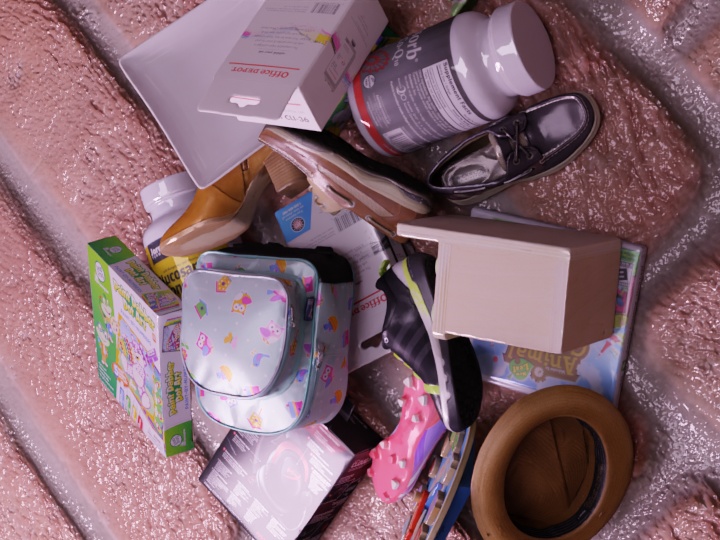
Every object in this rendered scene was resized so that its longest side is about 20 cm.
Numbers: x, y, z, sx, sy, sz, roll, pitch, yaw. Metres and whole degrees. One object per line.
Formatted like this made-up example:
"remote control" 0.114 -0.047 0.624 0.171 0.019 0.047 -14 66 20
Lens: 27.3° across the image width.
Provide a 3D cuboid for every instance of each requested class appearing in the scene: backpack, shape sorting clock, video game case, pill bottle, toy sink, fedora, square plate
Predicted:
"backpack" -0.102 0.079 1.600 0.175 0.153 0.201 5 102 30
"shape sorting clock" 0.075 0.244 1.561 0.039 0.200 0.201 23 110 -5
"video game case" 0.192 0.042 1.563 0.199 0.022 0.183 15 103 30
"pill bottle" -0.190 -0.011 1.743 0.112 0.112 0.201 -24 82 31
"pill bottle" 0.095 -0.201 1.545 0.199 0.116 0.117 -19 85 31
"toy sink" 0.145 0.014 1.502 0.199 0.130 0.113 10 100 31
"fedora" 0.185 0.200 1.525 0.082 0.199 0.202 41 120 60
"square plate" -0.140 -0.214 1.644 0.199 0.028 0.199 -34 69 -1

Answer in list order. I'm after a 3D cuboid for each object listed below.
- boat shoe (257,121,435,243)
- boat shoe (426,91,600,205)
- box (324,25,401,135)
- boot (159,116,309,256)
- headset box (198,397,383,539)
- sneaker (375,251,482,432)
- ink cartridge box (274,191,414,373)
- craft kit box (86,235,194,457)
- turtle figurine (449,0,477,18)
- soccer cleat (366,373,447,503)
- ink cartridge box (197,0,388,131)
"boat shoe" -0.021 -0.093 1.570 0.199 0.076 0.074 28 108 4
"boat shoe" 0.156 -0.125 1.543 0.199 0.065 0.072 -25 80 31
"box" -0.054 -0.218 1.677 0.117 0.048 0.200 45 117 21
"boot" -0.159 -0.117 1.673 0.200 0.071 0.145 -29 69 10
"headset box" -0.076 0.214 1.716 0.149 0.075 0.201 42 115 21
"sneaker" 0.066 0.079 1.551 0.083 0.072 0.201 -24 69 28
"ink cartridge box" 0.000 0.000 1.651 0.116 0.068 0.201 -28 80 31
"craft kit box" -0.262 0.088 1.763 0.200 0.048 0.199 38 133 47
"turtle figurine" 0.023 -0.329 1.560 0.194 0.200 0.144 40 142 16
"soccer cleat" 0.066 0.183 1.632 0.067 0.076 0.201 53 140 37
"ink cartridge box" -0.070 -0.215 1.543 0.116 0.068 0.201 11 58 35
